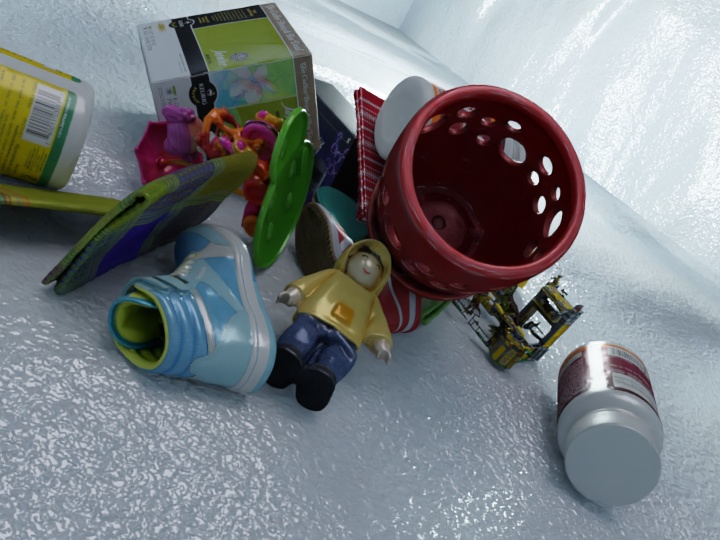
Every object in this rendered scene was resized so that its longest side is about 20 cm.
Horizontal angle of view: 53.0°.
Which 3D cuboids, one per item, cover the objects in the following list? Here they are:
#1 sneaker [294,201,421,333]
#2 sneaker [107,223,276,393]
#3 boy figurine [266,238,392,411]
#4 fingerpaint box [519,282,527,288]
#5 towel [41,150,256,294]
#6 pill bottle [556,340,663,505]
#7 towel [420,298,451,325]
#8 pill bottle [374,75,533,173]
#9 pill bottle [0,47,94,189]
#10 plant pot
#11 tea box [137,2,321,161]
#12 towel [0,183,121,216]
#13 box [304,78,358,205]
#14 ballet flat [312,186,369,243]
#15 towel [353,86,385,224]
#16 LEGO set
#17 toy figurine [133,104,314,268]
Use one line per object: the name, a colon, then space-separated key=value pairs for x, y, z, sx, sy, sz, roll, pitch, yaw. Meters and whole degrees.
sneaker: x=0.000 y=0.000 z=0.859 sx=0.112 sy=0.071 sz=0.201 roll=6 pitch=42 yaw=-39
sneaker: x=-0.158 y=0.015 z=0.622 sx=0.130 sy=0.080 sz=0.200 roll=15 pitch=28 yaw=-38
boy figurine: x=-0.017 y=0.044 z=0.698 sx=0.124 sy=0.065 sz=0.200 roll=33 pitch=43 yaw=2
fingerpaint box: x=0.198 y=-0.071 z=1.249 sx=0.166 sy=0.074 sz=0.201 roll=18 pitch=28 yaw=-29
towel: x=-0.177 y=-0.048 z=0.647 sx=0.023 sy=0.143 sz=0.200 roll=51 pitch=23 yaw=-2
pill bottle: x=0.283 y=0.170 z=0.828 sx=0.114 sy=0.115 sz=0.200 roll=34 pitch=23 yaw=3
towel: x=0.113 y=-0.033 z=0.968 sx=0.031 sy=0.149 sz=0.201 roll=35 pitch=21 yaw=-22
pill bottle: x=0.125 y=-0.162 z=0.927 sx=0.199 sy=0.110 sz=0.110 roll=17 pitch=27 yaw=-32
pill bottle: x=-0.359 y=-0.156 z=0.660 sx=0.199 sy=0.113 sz=0.113 roll=18 pitch=27 yaw=-31
plant pot: x=0.107 y=-0.065 z=0.769 sx=0.198 sy=0.183 sz=0.202 roll=5 pitch=72 yaw=-15
tea box: x=-0.172 y=-0.240 z=0.937 sx=0.195 sy=0.135 sz=0.201 roll=-14 pitch=40 yaw=-11
towel: x=-0.289 y=-0.061 z=0.643 sx=0.086 sy=0.018 sz=0.199 roll=20 pitch=11 yaw=39
box: x=-0.056 y=-0.174 z=1.045 sx=0.078 sy=0.142 sz=0.200 roll=11 pitch=30 yaw=-41
ballet flat: x=0.005 y=-0.025 z=0.920 sx=0.200 sy=0.072 sz=0.072 roll=41 pitch=24 yaw=19
towel: x=0.048 y=-0.133 z=0.946 sx=0.144 sy=0.022 sz=0.202 roll=18 pitch=60 yaw=-38
LEGO set: x=0.207 y=0.030 z=0.980 sx=0.153 sy=0.116 sz=0.201 roll=14 pitch=33 yaw=-44
toy figurine: x=-0.160 y=-0.120 z=0.789 sx=0.183 sy=0.201 sz=0.151 roll=22 pitch=53 yaw=7
